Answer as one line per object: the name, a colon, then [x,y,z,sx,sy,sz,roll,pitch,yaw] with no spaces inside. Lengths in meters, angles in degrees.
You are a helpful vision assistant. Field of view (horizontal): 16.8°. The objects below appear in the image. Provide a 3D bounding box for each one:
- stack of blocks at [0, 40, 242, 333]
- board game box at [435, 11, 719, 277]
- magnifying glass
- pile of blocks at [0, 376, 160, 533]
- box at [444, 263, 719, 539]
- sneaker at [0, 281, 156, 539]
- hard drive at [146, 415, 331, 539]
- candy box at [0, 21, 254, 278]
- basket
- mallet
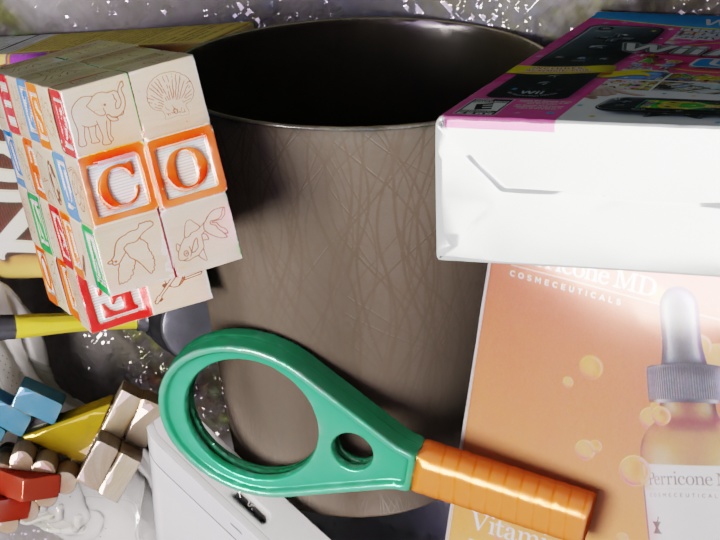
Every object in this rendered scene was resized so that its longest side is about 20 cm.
stack of blocks: [-0.108,-0.036,1.064,0.059,0.200,0.115,-17,101,-14]
board game box: [0.134,-0.056,1.002,0.147,0.200,0.064,5,108,23]
magnifying glass: [0.005,0.080,1.071,0.200,0.022,0.080,16,124,10]
pile of blocks: [-0.189,0.099,1.150,0.200,0.062,0.082,-26,100,1]
box: [0.132,0.071,1.096,0.152,0.106,0.200,15,112,20]
sneaker: [-0.176,0.100,1.233,0.078,0.099,0.200,-24,114,40]
hard drive: [-0.050,0.166,1.182,0.132,0.027,0.200,40,152,25]
candy box: [-0.144,-0.058,1.212,0.200,0.056,0.117,-1,106,26]
basket: [0.000,0.000,1.120,0.180,0.136,0.200,-7,117,-17]
mallet: [-0.157,0.028,1.171,0.066,0.200,0.041,-158,65,-64]
